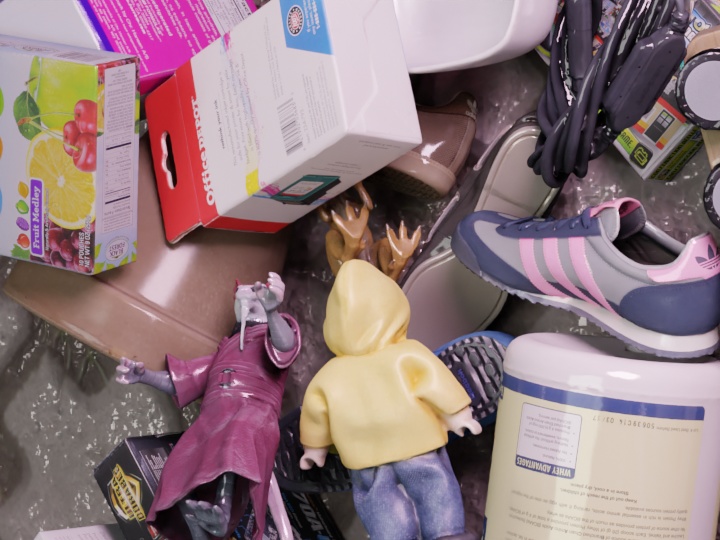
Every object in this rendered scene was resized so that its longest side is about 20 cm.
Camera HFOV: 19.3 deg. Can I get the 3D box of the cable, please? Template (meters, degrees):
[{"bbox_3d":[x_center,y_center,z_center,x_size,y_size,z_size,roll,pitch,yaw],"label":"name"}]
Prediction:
[{"bbox_3d":[0.144,-0.143,1.291,0.164,0.051,0.200,-93,22,-44],"label":"cable"}]

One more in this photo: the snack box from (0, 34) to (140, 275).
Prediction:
[{"bbox_3d":[-0.243,-0.085,1.429,0.199,0.053,0.143,12,107,29],"label":"snack box"}]

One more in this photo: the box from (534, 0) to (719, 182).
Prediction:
[{"bbox_3d":[0.167,-0.166,1.374,0.110,0.035,0.200,-50,62,26],"label":"box"}]

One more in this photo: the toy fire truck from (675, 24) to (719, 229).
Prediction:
[{"bbox_3d":[0.296,-0.073,1.229,0.199,0.129,0.177,-14,97,14],"label":"toy fire truck"}]

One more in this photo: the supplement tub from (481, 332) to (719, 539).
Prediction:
[{"bbox_3d":[0.150,0.147,1.315,0.145,0.145,0.201,10,95,37],"label":"supplement tub"}]

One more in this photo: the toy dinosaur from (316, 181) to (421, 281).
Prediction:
[{"bbox_3d":[0.000,0.000,1.450,0.106,0.060,0.201,134,127,-67],"label":"toy dinosaur"}]

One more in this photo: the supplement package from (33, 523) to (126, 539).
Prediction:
[{"bbox_3d":[-0.156,0.258,1.511,0.117,0.200,0.117,48,116,27],"label":"supplement package"}]

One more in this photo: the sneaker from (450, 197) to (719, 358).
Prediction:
[{"bbox_3d":[0.143,-0.017,1.322,0.199,0.070,0.082,22,121,34],"label":"sneaker"}]

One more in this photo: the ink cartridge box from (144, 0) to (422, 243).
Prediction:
[{"bbox_3d":[-0.056,-0.101,1.402,0.200,0.067,0.117,-29,65,44],"label":"ink cartridge box"}]

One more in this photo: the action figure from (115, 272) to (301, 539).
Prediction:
[{"bbox_3d":[-0.071,0.090,1.384,0.134,0.149,0.201,-16,46,36],"label":"action figure"}]

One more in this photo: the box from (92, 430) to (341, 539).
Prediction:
[{"bbox_3d":[-0.079,0.202,1.479,0.046,0.159,0.200,-45,65,31],"label":"box"}]

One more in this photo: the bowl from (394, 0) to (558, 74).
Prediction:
[{"bbox_3d":[0.062,-0.225,1.382,0.200,0.074,0.201,1,88,50],"label":"bowl"}]

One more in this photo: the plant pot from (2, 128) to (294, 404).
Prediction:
[{"bbox_3d":[-0.128,-0.013,1.519,0.200,0.200,0.175,28,88,34],"label":"plant pot"}]

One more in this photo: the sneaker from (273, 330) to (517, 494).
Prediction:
[{"bbox_3d":[0.030,0.099,1.431,0.199,0.078,0.066,-25,81,18],"label":"sneaker"}]

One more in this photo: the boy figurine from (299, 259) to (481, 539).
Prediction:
[{"bbox_3d":[0.013,0.094,1.364,0.124,0.064,0.201,-20,80,20],"label":"boy figurine"}]

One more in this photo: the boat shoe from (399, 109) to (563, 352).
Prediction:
[{"bbox_3d":[0.084,-0.022,1.432,0.067,0.057,0.200,30,116,-4],"label":"boat shoe"}]

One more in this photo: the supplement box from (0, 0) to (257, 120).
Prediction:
[{"bbox_3d":[-0.167,-0.166,1.515,0.101,0.200,0.104,-30,85,32],"label":"supplement box"}]

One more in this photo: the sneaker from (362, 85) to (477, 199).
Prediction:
[{"bbox_3d":[0.002,-0.108,1.493,0.200,0.070,0.076,22,77,37],"label":"sneaker"}]
